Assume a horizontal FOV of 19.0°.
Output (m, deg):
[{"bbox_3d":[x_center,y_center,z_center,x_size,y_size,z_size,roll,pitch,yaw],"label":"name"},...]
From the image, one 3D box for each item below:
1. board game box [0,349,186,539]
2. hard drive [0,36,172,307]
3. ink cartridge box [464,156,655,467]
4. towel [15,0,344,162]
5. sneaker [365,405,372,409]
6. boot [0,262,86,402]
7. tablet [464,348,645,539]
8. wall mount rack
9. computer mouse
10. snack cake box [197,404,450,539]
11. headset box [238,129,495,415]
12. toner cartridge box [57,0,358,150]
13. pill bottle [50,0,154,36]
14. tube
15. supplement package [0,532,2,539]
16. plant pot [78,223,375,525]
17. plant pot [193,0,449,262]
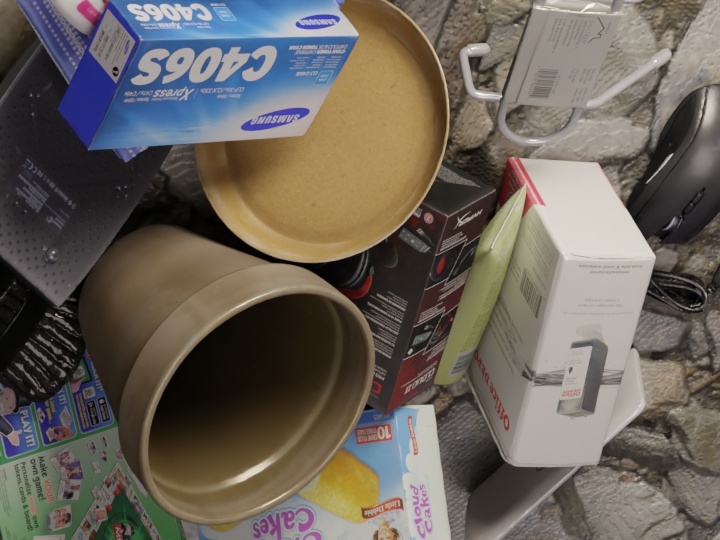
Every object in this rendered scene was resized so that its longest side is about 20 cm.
[{"bbox_3d":[-0.217,0.154,1.654,0.133,0.201,0.029,-17,148,-2],"label":"board game box"},{"bbox_3d":[-0.209,-0.091,1.527,0.135,0.042,0.201,45,66,-34],"label":"hard drive"},{"bbox_3d":[0.152,0.034,1.695,0.084,0.146,0.201,2,123,-17],"label":"ink cartridge box"},{"bbox_3d":[-0.123,-0.187,1.506,0.199,0.024,0.145,-36,110,-10],"label":"towel"},{"bbox_3d":[0.004,0.162,1.762,0.075,0.116,0.201,1,123,-15],"label":"sneaker"},{"bbox_3d":[-0.255,-0.008,1.607,0.157,0.080,0.212,24,120,-23],"label":"boot"},{"bbox_3d":[0.160,0.152,1.790,0.014,0.130,0.200,42,106,-10],"label":"tablet"},{"bbox_3d":[0.170,-0.179,1.585,0.172,0.075,0.201,2,143,-12],"label":"wall mount rack"},{"bbox_3d":[0.279,-0.046,1.734,0.140,0.046,0.201,21,116,-24],"label":"computer mouse"},{"bbox_3d":[-0.034,0.175,1.708,0.198,0.116,0.067,-11,172,30],"label":"snack cake box"},{"bbox_3d":[0.000,0.000,1.630,0.075,0.148,0.201,-29,143,-51],"label":"headset box"},{"bbox_3d":[-0.100,-0.134,1.455,0.199,0.043,0.095,-8,140,-45],"label":"toner cartridge box"},{"bbox_3d":[-0.122,-0.250,1.399,0.199,0.114,0.114,-31,125,12],"label":"pill bottle"},{"bbox_3d":[0.087,0.014,1.684,0.051,0.058,0.201,-6,147,-21],"label":"tube"},{"bbox_3d":[-0.268,0.252,1.733,0.198,0.151,0.153,-12,125,-6],"label":"supplement package"},{"bbox_3d":[-0.118,0.058,1.584,0.199,0.173,0.201,-23,132,-28],"label":"plant pot"},{"bbox_3d":[-0.026,-0.103,1.556,0.200,0.201,0.027,-38,160,13],"label":"plant pot"}]
